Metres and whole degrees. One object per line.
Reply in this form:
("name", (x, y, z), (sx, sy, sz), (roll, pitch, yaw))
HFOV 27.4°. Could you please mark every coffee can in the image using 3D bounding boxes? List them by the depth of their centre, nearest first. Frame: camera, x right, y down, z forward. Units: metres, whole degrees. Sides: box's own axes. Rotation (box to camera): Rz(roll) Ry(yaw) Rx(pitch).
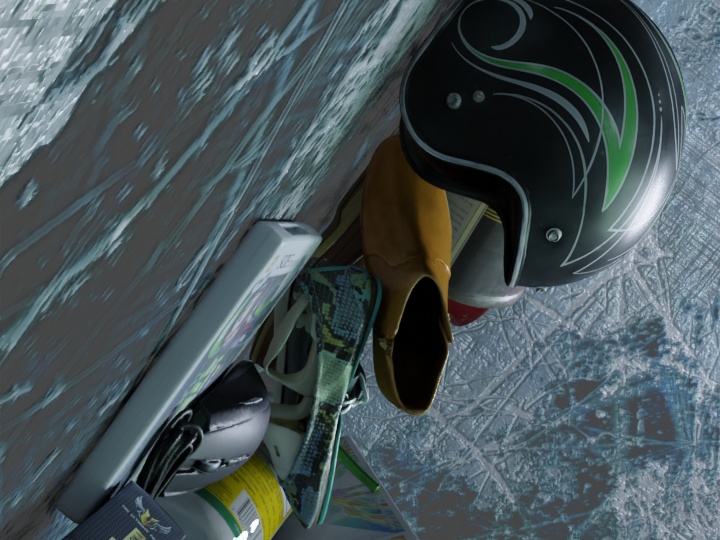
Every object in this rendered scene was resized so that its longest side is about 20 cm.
("coffee can", (0.116, -0.092, 1.194), (0.201, 0.146, 0.146), (-60, 173, 32))

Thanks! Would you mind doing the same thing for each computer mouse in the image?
("computer mouse", (-0.112, 0.137, 0.950), (0.141, 0.046, 0.200), (-56, 177, 12))

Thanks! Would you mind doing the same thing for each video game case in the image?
("video game case", (-0.098, 0.056, 0.906), (0.201, 0.023, 0.182), (-54, 176, 5))
("video game case", (-0.064, 0.208, 1.232), (0.200, 0.180, 0.022), (-132, -146, -63))

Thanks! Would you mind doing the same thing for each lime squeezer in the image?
("lime squeezer", (-0.038, 0.095, 1.256), (0.070, 0.202, 0.038), (-13, 177, 0))

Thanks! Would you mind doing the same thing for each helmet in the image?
("helmet", (0.125, -0.095, 0.993), (0.201, 0.190, 0.200), (-53, 176, -5))

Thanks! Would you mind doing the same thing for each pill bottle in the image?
("pill bottle", (-0.104, 0.164, 1.161), (0.113, 0.112, 0.200), (-55, 176, 37))

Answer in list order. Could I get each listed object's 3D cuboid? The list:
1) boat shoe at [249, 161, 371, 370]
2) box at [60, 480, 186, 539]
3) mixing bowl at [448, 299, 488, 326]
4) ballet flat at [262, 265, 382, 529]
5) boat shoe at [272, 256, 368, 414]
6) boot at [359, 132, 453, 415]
("boat shoe", (-0.012, 0.002, 1.147), (0.201, 0.067, 0.072), (-53, 177, 4))
("box", (-0.197, 0.220, 0.808), (0.200, 0.051, 0.158), (-48, 176, 22))
("mixing bowl", (0.095, -0.058, 1.448), (0.201, 0.108, 0.201), (-56, -163, 26))
("ballet flat", (-0.040, 0.087, 1.037), (0.074, 0.073, 0.202), (-43, 148, -70))
("boat shoe", (-0.026, 0.085, 1.102), (0.073, 0.061, 0.202), (-48, 143, -57))
("boot", (0.040, -0.002, 1.046), (0.144, 0.070, 0.204), (172, -82, -85))
